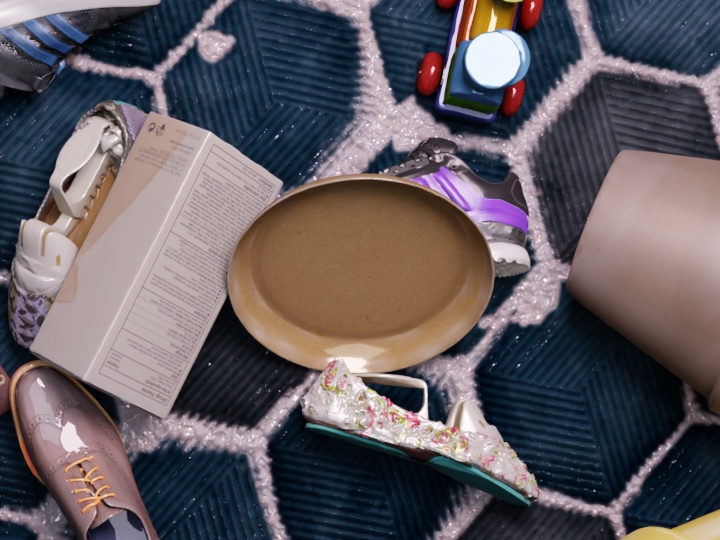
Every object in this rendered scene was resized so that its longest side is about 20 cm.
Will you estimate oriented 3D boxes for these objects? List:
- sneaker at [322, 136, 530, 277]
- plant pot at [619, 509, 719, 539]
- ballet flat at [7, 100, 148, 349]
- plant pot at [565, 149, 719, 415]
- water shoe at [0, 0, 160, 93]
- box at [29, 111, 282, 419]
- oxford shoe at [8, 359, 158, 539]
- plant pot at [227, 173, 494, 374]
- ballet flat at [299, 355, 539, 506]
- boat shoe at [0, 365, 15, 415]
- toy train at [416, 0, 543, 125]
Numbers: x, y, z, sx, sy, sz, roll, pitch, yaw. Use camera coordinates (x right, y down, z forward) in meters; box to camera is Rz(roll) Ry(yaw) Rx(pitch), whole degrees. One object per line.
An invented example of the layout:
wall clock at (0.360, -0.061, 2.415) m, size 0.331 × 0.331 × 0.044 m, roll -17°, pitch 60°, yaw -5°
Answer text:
sneaker at (0.036, -0.055, 1.244) m, size 0.198 × 0.070 × 0.101 m, roll 7°, pitch 78°, yaw -9°
plant pot at (0.284, 0.262, 1.194) m, size 0.188 × 0.201 × 0.202 m, roll -28°, pitch 90°, yaw -23°
ballet flat at (-0.222, -0.040, 1.207) m, size 0.071 × 0.072 × 0.202 m, roll 26°, pitch 83°, yaw -4°
plant pot at (0.254, -0.004, 1.213) m, size 0.172 × 0.200 × 0.202 m, roll 22°, pitch 84°, yaw 11°
water shoe at (-0.245, -0.179, 1.226) m, size 0.198 × 0.072 × 0.080 m, roll -13°, pitch 115°, yaw -9°
box at (-0.150, -0.003, 1.191) m, size 0.095 × 0.077 × 0.202 m, roll 35°, pitch 80°, yaw -46°
oxford shoe at (-0.196, 0.156, 1.189) m, size 0.071 × 0.073 × 0.201 m, roll -30°, pitch 96°, yaw -15°
plant pot at (0.000, 0.000, 1.195) m, size 0.197 × 0.201 × 0.028 m, roll 4°, pitch 43°, yaw -6°
ballet flat at (0.052, 0.120, 1.229) m, size 0.198 × 0.076 × 0.065 m, roll 21°, pitch 77°, yaw -7°
boat shoe at (-0.311, 0.020, 1.198) m, size 0.071 × 0.072 × 0.202 m, roll -25°, pitch 93°, yaw -16°
toy train at (0.107, -0.221, 1.233) m, size 0.084 × 0.116 × 0.202 m, roll 13°, pitch 85°, yaw -6°
